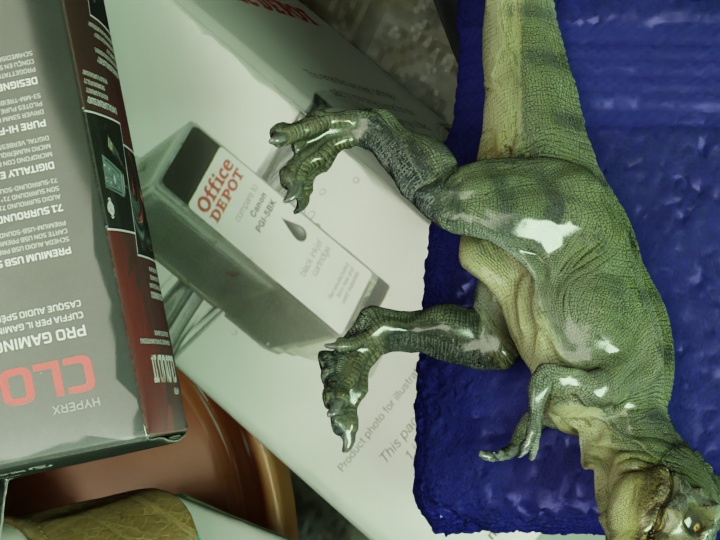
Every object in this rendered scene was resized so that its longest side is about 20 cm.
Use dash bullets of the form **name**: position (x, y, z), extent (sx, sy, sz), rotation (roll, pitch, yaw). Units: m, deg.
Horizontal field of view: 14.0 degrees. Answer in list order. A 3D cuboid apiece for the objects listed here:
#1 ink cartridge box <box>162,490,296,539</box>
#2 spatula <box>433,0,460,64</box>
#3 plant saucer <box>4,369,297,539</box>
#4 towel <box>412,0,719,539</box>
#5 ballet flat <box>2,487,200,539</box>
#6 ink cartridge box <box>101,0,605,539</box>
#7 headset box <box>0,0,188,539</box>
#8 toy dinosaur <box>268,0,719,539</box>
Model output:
- **ink cartridge box**: position (-0.004, 0.159, 0.815), extent (0.200, 0.048, 0.146), rotation (18, 76, 32)
- **spatula**: position (0.007, -0.145, 0.899), extent (0.056, 0.021, 0.200), rotation (-26, 85, 30)
- **plant saucer**: position (-0.113, 0.086, 0.940), extent (0.200, 0.032, 0.201), rotation (0, 91, 19)
- **towel**: position (0.092, -0.029, 0.727), extent (0.147, 0.050, 0.200), rotation (2, 77, 22)
- **ballet flat**: position (-0.139, 0.117, 0.850), extent (0.200, 0.072, 0.068), rotation (-33, 43, 23)
- **ink cartridge box**: position (0.000, 0.000, 0.839), extent (0.200, 0.147, 0.083), rotation (41, 102, 14)
- **headset box**: position (-0.133, -0.019, 0.751), extent (0.148, 0.075, 0.200), rotation (-11, 87, 4)
- **toy dinosaur**: position (0.028, -0.007, 0.695), extent (0.088, 0.047, 0.200), rotation (-12, 72, 3)
